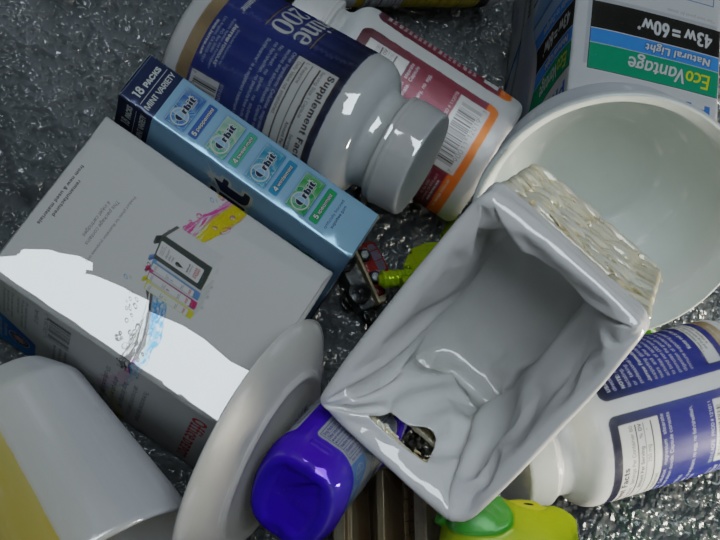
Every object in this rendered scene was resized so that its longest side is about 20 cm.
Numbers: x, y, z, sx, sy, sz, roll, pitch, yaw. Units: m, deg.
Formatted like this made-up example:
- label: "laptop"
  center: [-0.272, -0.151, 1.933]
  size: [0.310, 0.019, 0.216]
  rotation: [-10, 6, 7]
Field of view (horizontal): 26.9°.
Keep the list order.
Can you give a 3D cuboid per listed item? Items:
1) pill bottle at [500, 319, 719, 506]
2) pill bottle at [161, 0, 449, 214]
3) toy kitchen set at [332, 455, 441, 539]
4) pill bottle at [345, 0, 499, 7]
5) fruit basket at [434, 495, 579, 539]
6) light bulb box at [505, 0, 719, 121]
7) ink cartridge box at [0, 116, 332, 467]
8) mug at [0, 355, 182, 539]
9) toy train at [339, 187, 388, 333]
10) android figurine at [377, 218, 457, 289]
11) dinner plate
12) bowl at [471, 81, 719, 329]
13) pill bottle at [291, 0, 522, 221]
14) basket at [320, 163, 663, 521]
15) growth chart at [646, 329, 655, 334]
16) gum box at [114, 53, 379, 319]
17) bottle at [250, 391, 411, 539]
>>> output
- label: "pill bottle"
  center: [0.198, 0.114, 1.156]
  size: [0.198, 0.116, 0.117]
  rotation: [-12, 75, -17]
- label: "pill bottle"
  center: [-0.039, -0.126, 1.110]
  size: [0.199, 0.111, 0.111]
  rotation: [30, 67, 10]
- label: "toy kitchen set"
  center: [-0.050, 0.218, 1.059]
  size: [0.162, 0.200, 0.182]
  rotation: [-11, 69, 26]
- label: "pill bottle"
  center: [0.022, -0.278, 1.264]
  size: [0.198, 0.111, 0.113]
  rotation: [-2, 72, -15]
- label: "fruit basket"
  center: [0.149, 0.226, 1.076]
  size: [0.155, 0.216, 0.217]
  rotation: [-26, 79, -20]
- label: "light bulb box"
  center: [0.200, -0.170, 1.226]
  size: [0.123, 0.198, 0.202]
  rotation: [11, 68, -8]
- label: "ink cartridge box"
  center: [-0.149, 0.022, 1.099]
  size: [0.199, 0.147, 0.145]
  rotation: [34, 67, -1]
- label: "mug"
  center: [-0.229, 0.148, 1.034]
  size: [0.186, 0.149, 0.154]
  rotation: [-12, 63, -52]
- label: "toy train"
  center: [0.000, 0.000, 1.206]
  size: [0.045, 0.034, 0.201]
  rotation: [-21, 78, -23]
- label: "android figurine"
  center: [0.114, 0.015, 1.182]
  size: [0.198, 0.041, 0.183]
  rotation: [-2, 32, -13]
- label: "dinner plate"
  center: [-0.070, 0.129, 1.055]
  size: [0.024, 0.201, 0.201]
  rotation: [25, 66, 14]
- label: "bowl"
  center: [0.175, -0.057, 1.084]
  size: [0.199, 0.202, 0.091]
  rotation: [14, 32, -9]
- label: "pill bottle"
  center: [0.020, -0.138, 1.215]
  size: [0.199, 0.114, 0.115]
  rotation: [33, 67, -1]
- label: "basket"
  center: [0.091, 0.043, 1.005]
  size: [0.135, 0.200, 0.123]
  rotation: [41, 27, 4]
- label: "growth chart"
  center: [0.168, 0.094, 1.226]
  size: [0.198, 0.018, 0.146]
  rotation: [-19, 78, -18]
- label: "gum box"
  center: [-0.096, -0.053, 1.126]
  size: [0.199, 0.170, 0.045]
  rotation: [34, 67, 0]
- label: "bottle"
  center: [-0.005, 0.114, 1.078]
  size: [0.065, 0.084, 0.200]
  rotation: [31, 33, 10]
